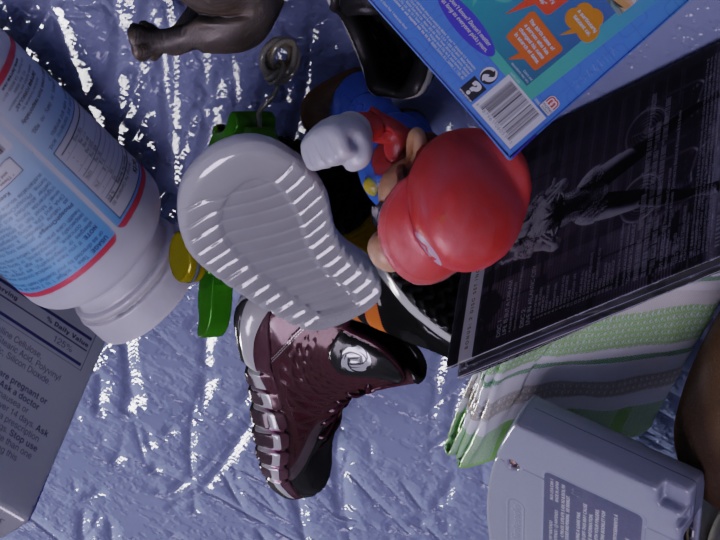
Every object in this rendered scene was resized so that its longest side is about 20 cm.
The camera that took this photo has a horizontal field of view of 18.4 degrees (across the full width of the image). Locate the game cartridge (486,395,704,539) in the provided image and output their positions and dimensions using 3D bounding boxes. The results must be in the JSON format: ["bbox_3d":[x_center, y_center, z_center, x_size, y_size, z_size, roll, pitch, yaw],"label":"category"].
[{"bbox_3d":[0.141,0.163,1.359,0.133,0.041,0.200,21,142,20],"label":"game cartridge"}]

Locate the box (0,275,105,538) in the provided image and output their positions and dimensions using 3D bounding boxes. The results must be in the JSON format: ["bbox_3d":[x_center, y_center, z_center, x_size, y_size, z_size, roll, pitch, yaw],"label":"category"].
[{"bbox_3d":[-0.275,0.050,1.410,0.184,0.200,0.105,36,139,-20],"label":"box"}]

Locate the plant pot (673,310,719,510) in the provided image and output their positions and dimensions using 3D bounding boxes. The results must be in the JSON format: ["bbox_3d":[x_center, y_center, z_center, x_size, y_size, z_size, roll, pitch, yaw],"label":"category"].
[{"bbox_3d":[0.263,0.071,1.263,0.186,0.187,0.200,26,154,-9],"label":"plant pot"}]

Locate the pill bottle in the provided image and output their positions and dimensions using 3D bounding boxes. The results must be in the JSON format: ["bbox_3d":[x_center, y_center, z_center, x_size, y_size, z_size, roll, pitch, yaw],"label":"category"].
[{"bbox_3d":[-0.192,-0.048,1.338,0.109,0.109,0.200,-19,127,37],"label":"pill bottle"}]

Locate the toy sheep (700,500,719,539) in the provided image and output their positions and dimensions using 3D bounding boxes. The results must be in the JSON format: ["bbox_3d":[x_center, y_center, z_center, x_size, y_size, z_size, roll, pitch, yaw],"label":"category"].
[{"bbox_3d":[0.257,0.208,1.436,0.199,0.138,0.138,0,137,30],"label":"toy sheep"}]

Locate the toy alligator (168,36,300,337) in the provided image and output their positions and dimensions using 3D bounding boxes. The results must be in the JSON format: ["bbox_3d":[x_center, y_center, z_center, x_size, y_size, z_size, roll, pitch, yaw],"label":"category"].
[{"bbox_3d":[-0.072,-0.055,1.262,0.059,0.054,0.201,-3,124,-29],"label":"toy alligator"}]

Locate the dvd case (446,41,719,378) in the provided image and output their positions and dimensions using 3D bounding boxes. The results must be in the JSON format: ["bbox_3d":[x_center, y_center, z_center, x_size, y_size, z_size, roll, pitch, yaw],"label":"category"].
[{"bbox_3d":[0.131,-0.034,1.194,0.016,0.149,0.200,35,139,-31],"label":"dvd case"}]

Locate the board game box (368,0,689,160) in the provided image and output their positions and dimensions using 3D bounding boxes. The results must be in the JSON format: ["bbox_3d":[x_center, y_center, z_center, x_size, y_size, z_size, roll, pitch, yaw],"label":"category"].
[{"bbox_3d":[0.093,-0.171,0.999,0.200,0.045,0.152,-40,119,6],"label":"board game box"}]

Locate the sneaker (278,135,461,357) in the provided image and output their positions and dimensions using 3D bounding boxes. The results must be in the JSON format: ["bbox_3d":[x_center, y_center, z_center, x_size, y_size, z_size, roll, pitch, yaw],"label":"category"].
[{"bbox_3d":[0.000,0.000,1.352,0.200,0.070,0.090,34,142,-8],"label":"sneaker"}]

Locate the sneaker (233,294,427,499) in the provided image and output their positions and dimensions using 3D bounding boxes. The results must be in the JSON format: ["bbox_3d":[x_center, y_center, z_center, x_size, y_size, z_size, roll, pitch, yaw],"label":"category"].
[{"bbox_3d":[-0.011,0.082,1.445,0.115,0.076,0.200,3,137,14],"label":"sneaker"}]

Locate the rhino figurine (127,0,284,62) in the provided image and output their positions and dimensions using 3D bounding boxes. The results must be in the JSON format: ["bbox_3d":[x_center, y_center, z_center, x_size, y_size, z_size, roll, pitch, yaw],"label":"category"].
[{"bbox_3d":[-0.098,-0.190,1.173,0.087,0.060,0.200,-11,134,5],"label":"rhino figurine"}]

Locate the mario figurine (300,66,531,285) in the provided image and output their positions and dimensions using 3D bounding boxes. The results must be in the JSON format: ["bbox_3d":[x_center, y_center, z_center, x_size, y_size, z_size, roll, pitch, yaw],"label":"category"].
[{"bbox_3d":[0.016,-0.041,1.189,0.123,0.200,0.106,3,108,-16],"label":"mario figurine"}]

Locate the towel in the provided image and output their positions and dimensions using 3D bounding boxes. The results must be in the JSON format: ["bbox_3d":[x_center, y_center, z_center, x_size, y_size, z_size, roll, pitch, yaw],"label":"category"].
[{"bbox_3d":[0.140,0.053,1.331,0.149,0.031,0.200,-7,145,-18],"label":"towel"}]

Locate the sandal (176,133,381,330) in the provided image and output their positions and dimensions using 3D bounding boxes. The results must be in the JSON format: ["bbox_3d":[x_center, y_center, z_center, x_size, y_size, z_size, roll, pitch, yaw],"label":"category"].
[{"bbox_3d":[-0.051,-0.025,1.230,0.082,0.050,0.203,-25,148,5],"label":"sandal"}]

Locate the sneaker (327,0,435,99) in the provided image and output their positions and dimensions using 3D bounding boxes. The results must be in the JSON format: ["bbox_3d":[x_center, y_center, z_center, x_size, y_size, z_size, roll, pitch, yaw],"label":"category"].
[{"bbox_3d":[0.014,-0.174,1.129,0.075,0.088,0.200,1,136,23],"label":"sneaker"}]
